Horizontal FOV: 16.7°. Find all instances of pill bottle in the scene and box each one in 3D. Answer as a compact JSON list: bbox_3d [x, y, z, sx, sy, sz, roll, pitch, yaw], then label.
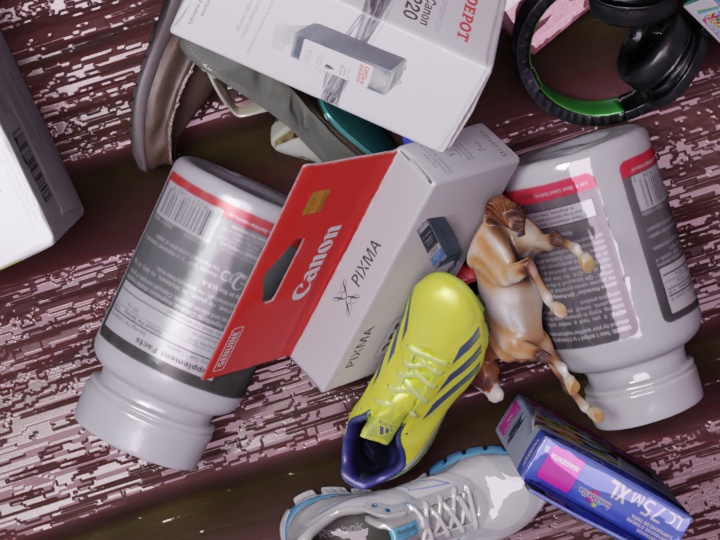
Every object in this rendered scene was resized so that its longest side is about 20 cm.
[{"bbox_3d":[0.176,0.006,1.731,0.111,0.111,0.200,-17,97,1],"label":"pill bottle"},{"bbox_3d":[-0.117,0.031,1.724,0.114,0.114,0.200,24,97,-5],"label":"pill bottle"}]

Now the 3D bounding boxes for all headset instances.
[{"bbox_3d":[0.202,-0.183,1.726,0.200,0.094,0.124,-23,122,10],"label":"headset"}]

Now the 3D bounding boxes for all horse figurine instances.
[{"bbox_3d":[0.111,0.020,1.681,0.050,0.133,0.200,-27,128,-22],"label":"horse figurine"}]

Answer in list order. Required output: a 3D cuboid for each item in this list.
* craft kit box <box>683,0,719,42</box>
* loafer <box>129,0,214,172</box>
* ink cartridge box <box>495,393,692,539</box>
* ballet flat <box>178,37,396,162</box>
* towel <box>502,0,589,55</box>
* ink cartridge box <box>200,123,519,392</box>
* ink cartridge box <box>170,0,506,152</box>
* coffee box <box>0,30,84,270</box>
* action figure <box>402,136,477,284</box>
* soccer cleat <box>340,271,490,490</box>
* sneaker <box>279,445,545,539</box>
[{"bbox_3d":[0.352,-0.189,1.686,0.198,0.049,0.200,42,72,-9],"label":"craft kit box"},{"bbox_3d":[-0.111,-0.161,1.719,0.071,0.073,0.200,17,97,-3],"label":"loafer"},{"bbox_3d":[0.162,0.144,1.703,0.119,0.200,0.042,29,97,-6],"label":"ink cartridge box"},{"bbox_3d":[-0.051,-0.118,1.713,0.064,0.067,0.200,-33,128,20],"label":"ballet flat"},{"bbox_3d":[0.112,-0.273,1.738,0.144,0.023,0.200,-39,95,6],"label":"towel"},{"bbox_3d":[0.000,0.000,1.662,0.045,0.176,0.200,47,130,25],"label":"ink cartridge box"},{"bbox_3d":[-0.007,-0.182,1.627,0.200,0.146,0.085,25,129,-8],"label":"ink cartridge box"},{"bbox_3d":[-0.325,-0.076,1.661,0.198,0.200,0.200,-25,97,2],"label":"coffee box"},{"bbox_3d":[0.068,-0.099,1.731,0.099,0.065,0.200,-24,98,24],"label":"action figure"},{"bbox_3d":[0.035,0.082,1.704,0.065,0.084,0.200,35,138,13],"label":"soccer cleat"},{"bbox_3d":[0.042,0.182,1.763,0.200,0.087,0.075,-15,96,-1],"label":"sneaker"}]
